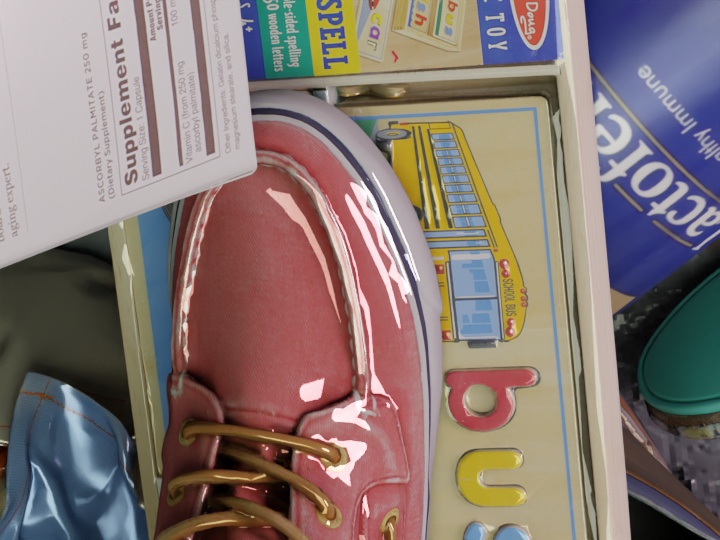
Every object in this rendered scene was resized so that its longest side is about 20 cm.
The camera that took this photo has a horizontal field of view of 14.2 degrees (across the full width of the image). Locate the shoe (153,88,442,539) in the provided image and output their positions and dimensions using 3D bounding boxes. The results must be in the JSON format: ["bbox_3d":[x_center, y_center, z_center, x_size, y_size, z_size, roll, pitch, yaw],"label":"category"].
[{"bbox_3d":[-0.020,0.060,0.729,0.071,0.091,0.201,0,106,15],"label":"shoe"}]

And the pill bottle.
[{"bbox_3d":[0.054,-0.045,0.820,0.200,0.116,0.116,-39,114,17],"label":"pill bottle"}]

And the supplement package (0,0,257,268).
[{"bbox_3d":[-0.124,-0.115,0.694,0.111,0.156,0.201,-23,117,-40],"label":"supplement package"}]

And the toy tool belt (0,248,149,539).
[{"bbox_3d":[-0.051,0.082,0.879,0.200,0.123,0.125,18,117,-13],"label":"toy tool belt"}]

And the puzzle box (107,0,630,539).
[{"bbox_3d":[0.000,0.000,0.769,0.133,0.025,0.201,-3,105,15],"label":"puzzle box"}]

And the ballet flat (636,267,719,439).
[{"bbox_3d":[0.179,-0.001,0.880,0.200,0.072,0.072,-39,114,18],"label":"ballet flat"}]

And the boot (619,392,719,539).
[{"bbox_3d":[0.102,0.116,0.856,0.075,0.097,0.200,-44,94,10],"label":"boot"}]
